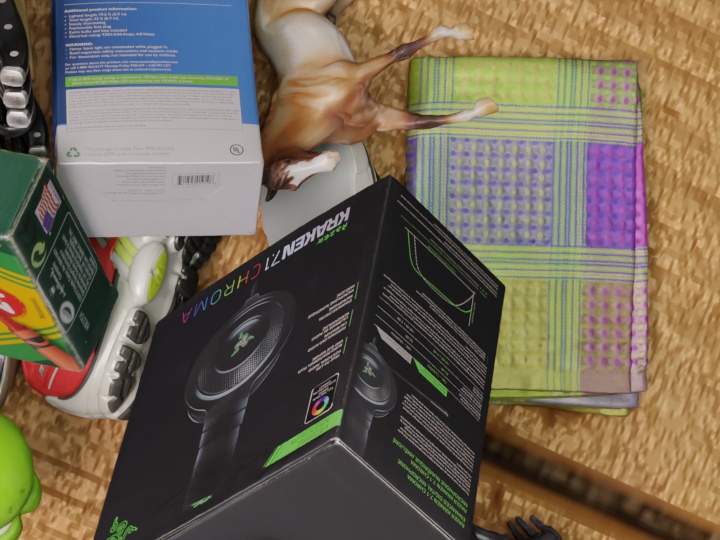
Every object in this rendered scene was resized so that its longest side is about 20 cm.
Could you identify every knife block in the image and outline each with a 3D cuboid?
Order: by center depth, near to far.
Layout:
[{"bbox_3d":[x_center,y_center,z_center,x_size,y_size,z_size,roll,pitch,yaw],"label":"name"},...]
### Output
[{"bbox_3d":[-0.205,-0.146,1.231,0.064,0.176,0.201,-11,89,-12],"label":"knife block"}]

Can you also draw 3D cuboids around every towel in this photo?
[{"bbox_3d":[0.091,-0.019,1.358,0.143,0.023,0.201,1,86,-10],"label":"towel"}]

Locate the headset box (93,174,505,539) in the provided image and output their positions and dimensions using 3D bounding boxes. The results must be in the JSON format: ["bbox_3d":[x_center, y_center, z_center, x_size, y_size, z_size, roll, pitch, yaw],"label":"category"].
[{"bbox_3d":[-0.031,0.083,1.161,0.093,0.174,0.200,42,36,-25],"label":"headset box"}]

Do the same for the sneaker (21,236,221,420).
[{"bbox_3d":[-0.129,-0.021,1.293,0.085,0.077,0.201,12,71,22],"label":"sneaker"}]

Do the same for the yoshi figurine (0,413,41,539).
[{"bbox_3d":[-0.230,0.065,1.153,0.200,0.112,0.112,35,111,-19],"label":"yoshi figurine"}]

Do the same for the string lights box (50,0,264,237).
[{"bbox_3d":[-0.108,-0.112,1.252,0.102,0.059,0.201,0,51,-8],"label":"string lights box"}]

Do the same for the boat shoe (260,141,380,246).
[{"bbox_3d":[0.000,0.000,1.312,0.064,0.071,0.201,11,57,-49],"label":"boat shoe"}]

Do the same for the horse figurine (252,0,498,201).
[{"bbox_3d":[-0.010,-0.126,1.303,0.132,0.050,0.201,-19,54,3],"label":"horse figurine"}]

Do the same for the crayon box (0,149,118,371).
[{"bbox_3d":[-0.233,-0.019,1.204,0.199,0.127,0.051,11,61,20],"label":"crayon box"}]

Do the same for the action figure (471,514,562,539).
[{"bbox_3d":[0.022,0.158,1.272,0.200,0.102,0.119,21,92,-47],"label":"action figure"}]

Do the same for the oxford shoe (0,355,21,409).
[{"bbox_3d":[-0.236,0.104,1.264,0.071,0.074,0.201,22,83,-9],"label":"oxford shoe"}]
